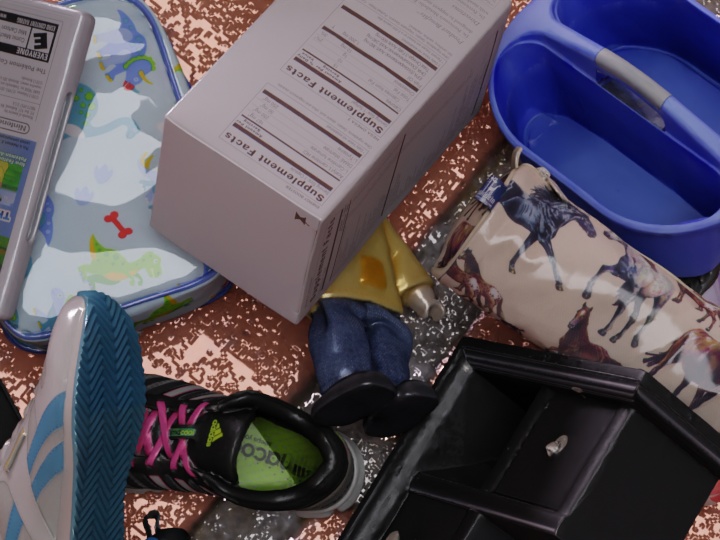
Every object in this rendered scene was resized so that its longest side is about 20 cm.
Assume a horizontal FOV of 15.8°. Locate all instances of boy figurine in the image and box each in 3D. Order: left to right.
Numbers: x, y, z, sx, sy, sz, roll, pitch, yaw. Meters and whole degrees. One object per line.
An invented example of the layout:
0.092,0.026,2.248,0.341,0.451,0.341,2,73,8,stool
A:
0.000,0.000,1.552,0.124,0.064,0.201,17,53,-34,boy figurine

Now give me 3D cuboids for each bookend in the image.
0.086,0.152,1.463,0.092,0.198,0.201,38,77,-25,bookend

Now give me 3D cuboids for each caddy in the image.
0.170,-0.092,1.550,0.200,0.105,0.141,39,79,28,caddy

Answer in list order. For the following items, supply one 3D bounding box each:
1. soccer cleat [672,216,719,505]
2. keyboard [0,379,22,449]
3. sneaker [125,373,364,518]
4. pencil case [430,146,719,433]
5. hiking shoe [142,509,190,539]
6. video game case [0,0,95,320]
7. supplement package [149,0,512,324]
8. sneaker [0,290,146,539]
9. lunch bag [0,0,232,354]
0.195,0.046,1.577,0.068,0.073,0.201,-11,60,12,soccer cleat
-0.278,0.063,1.556,0.104,0.040,0.201,-25,78,-32,keyboard
-0.093,0.099,1.526,0.198,0.087,0.074,13,77,-1,sneaker
0.143,0.018,1.480,0.199,0.078,0.090,33,100,2,pencil case
-0.067,0.231,1.469,0.200,0.074,0.087,49,50,-12,hiking shoe
-0.267,-0.083,1.517,0.199,0.022,0.184,15,88,20,video game case
-0.018,-0.090,1.492,0.109,0.114,0.200,33,57,12,supplement package
-0.176,0.110,1.483,0.080,0.076,0.202,8,90,29,sneaker
-0.165,-0.058,1.556,0.160,0.082,0.201,-20,79,-5,lunch bag
